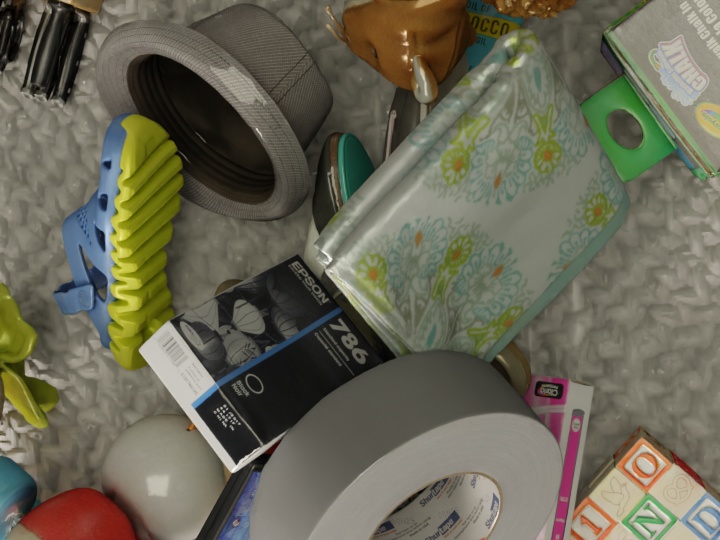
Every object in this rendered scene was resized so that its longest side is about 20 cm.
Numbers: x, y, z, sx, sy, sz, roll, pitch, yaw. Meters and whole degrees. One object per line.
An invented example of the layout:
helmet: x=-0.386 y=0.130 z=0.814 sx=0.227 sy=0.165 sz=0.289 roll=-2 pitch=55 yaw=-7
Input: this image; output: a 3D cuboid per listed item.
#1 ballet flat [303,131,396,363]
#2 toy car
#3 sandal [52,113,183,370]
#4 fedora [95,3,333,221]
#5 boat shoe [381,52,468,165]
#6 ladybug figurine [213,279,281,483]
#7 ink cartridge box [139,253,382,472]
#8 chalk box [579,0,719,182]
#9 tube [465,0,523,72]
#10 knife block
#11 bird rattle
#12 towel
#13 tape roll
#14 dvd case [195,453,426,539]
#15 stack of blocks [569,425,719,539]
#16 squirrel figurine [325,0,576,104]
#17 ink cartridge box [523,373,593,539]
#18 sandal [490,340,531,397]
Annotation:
ballet flat: x=0.000 y=0.000 z=1.072 sx=0.068 sy=0.068 sz=0.200 roll=-16 pitch=107 yaw=29
toy car: x=-0.156 y=0.178 z=1.096 sx=0.184 sy=0.177 sz=0.200 roll=37 pitch=69 yaw=18
sandal: x=-0.183 y=-0.023 z=1.089 sx=0.087 sy=0.079 sz=0.200 roll=22 pitch=120 yaw=20
fedora: x=-0.091 y=-0.124 z=1.060 sx=0.177 sy=0.200 sz=0.090 roll=50 pitch=66 yaw=-14
boat shoe: x=0.033 y=-0.075 z=1.028 sx=0.057 sy=0.067 sz=0.200 roll=-3 pitch=72 yaw=29
ladybug figurine: x=-0.062 y=0.099 z=1.063 sx=0.072 sy=0.136 sz=0.200 roll=-8 pitch=68 yaw=0
ink cartridge box: x=-0.052 y=0.050 z=0.989 sx=0.039 sy=0.200 sz=0.100 roll=-42 pitch=85 yaw=31
chalk box: x=0.242 y=-0.141 z=1.019 sx=0.200 sy=0.124 sz=0.125 roll=-36 pitch=88 yaw=9
tube: x=0.071 y=-0.135 z=1.086 sx=0.077 sy=0.050 sz=0.200 roll=14 pitch=89 yaw=1
knife block: x=-0.216 y=-0.229 z=1.114 sx=0.200 sy=0.064 sz=0.176 roll=-28 pitch=88 yaw=8
bird rattle: x=-0.328 y=0.092 z=1.090 sx=0.200 sy=0.163 sz=0.113 roll=-9 pitch=126 yaw=-1
towel: x=0.076 y=-0.028 z=0.954 sx=0.200 sy=0.171 sz=0.048 roll=-47 pitch=47 yaw=-8
tape roll: x=0.031 y=0.149 z=0.968 sx=0.200 sy=0.200 sz=0.066 roll=-46 pitch=47 yaw=8
dvd case: x=-0.035 y=0.192 z=1.022 sx=0.018 sy=0.200 sz=0.143 roll=42 pitch=109 yaw=41
stack of blocks: x=0.179 y=0.225 z=1.073 sx=0.115 sy=0.059 sz=0.200 roll=40 pitch=98 yaw=6
squirrel figurine: x=0.057 y=-0.198 z=0.928 sx=0.200 sy=0.142 sz=0.187 roll=4 pitch=122 yaw=18
ink cartridge box: x=0.103 y=0.170 z=1.057 sx=0.095 sy=0.037 sz=0.200 roll=4 pitch=83 yaw=44
sandal: x=0.035 y=0.108 z=1.058 sx=0.200 sy=0.054 sz=0.080 roll=-34 pitch=102 yaw=36
